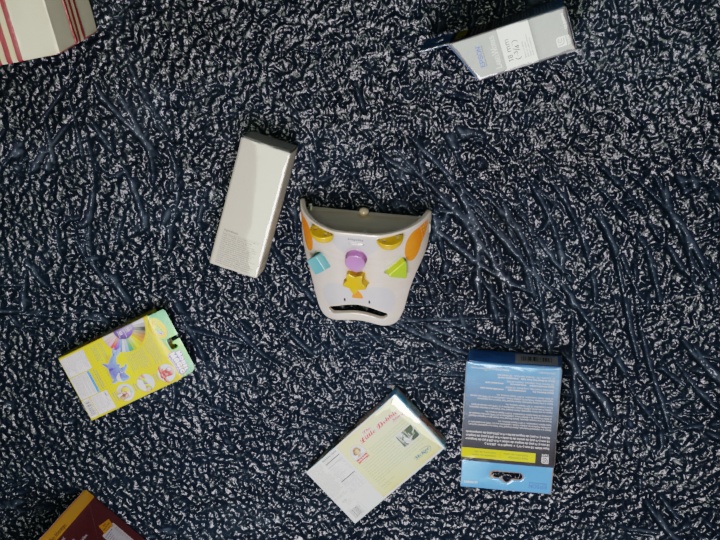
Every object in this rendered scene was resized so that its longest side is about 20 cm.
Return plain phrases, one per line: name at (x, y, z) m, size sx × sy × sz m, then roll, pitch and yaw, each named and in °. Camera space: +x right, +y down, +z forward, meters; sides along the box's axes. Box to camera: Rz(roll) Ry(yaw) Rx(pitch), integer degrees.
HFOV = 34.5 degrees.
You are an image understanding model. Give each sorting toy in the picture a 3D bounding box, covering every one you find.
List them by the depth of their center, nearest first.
sorting toy at (0.000, 0.000, 1.731) m, size 0.198 × 0.107 × 0.182 m, roll 5°, pitch 124°, yaw 7°

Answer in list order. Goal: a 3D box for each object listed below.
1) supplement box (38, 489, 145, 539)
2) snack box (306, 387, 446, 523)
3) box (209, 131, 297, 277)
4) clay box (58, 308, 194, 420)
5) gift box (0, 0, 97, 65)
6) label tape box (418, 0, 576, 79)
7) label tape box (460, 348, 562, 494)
supplement box at (-0.439, 0.498, 1.859) m, size 0.200 × 0.197 × 0.133 m, roll 40°, pitch 106°, yaw -2°
snack box at (0.024, 0.291, 1.818) m, size 0.200 × 0.037 × 0.116 m, roll -42°, pitch 95°, yaw 16°
box at (-0.159, -0.099, 1.731) m, size 0.081 × 0.068 × 0.202 m, roll 19°, pitch 106°, yaw 3°
clay box at (-0.364, 0.143, 1.835) m, size 0.198 × 0.048 × 0.116 m, roll -25°, pitch 99°, yaw 13°
gift box at (-0.480, -0.407, 1.651) m, size 0.198 × 0.185 × 0.189 m, roll -11°, pitch 111°, yaw 8°
label tape box at (0.188, -0.306, 1.578) m, size 0.198 × 0.144 × 0.064 m, roll -16°, pitch 104°, yaw 13°
label tape box at (0.227, 0.228, 1.757) m, size 0.143 × 0.063 × 0.202 m, roll 4°, pitch 105°, yaw 7°
